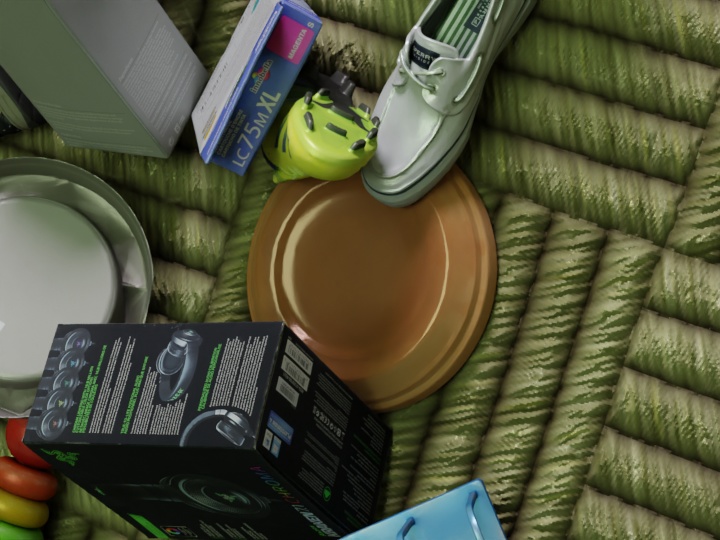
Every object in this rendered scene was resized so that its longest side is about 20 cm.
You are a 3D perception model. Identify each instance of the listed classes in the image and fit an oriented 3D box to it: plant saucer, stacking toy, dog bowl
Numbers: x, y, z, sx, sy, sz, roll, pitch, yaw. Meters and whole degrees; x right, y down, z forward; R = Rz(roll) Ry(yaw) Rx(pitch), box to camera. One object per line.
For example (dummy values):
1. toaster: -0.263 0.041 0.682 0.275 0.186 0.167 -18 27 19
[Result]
1. plant saucer: 0.000 0.000 1.341 0.199 0.037 0.202 -4 81 29
2. stacking toy: -0.271 0.195 1.445 0.085 0.085 0.202 22 90 29
3. dog bowl: -0.251 0.019 1.419 0.198 0.059 0.202 0 72 -1

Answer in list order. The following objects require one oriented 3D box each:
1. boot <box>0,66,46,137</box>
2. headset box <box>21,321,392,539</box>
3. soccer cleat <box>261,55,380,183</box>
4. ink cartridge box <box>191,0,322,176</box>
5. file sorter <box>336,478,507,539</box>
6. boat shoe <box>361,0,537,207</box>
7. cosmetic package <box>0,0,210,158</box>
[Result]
1. boot: -0.355 -0.175 1.495 0.153 0.074 0.204 -22 113 28
2. headset box: -0.108 0.113 1.298 0.198 0.174 0.093 -1 61 28
3. soccer cleat: -0.033 -0.087 1.301 0.064 0.200 0.084 25 105 -14
4. ink cartridge box: -0.074 -0.136 1.321 0.042 0.200 0.120 27 99 -10
5. file sorter: 0.011 0.240 1.211 0.199 0.123 0.140 -24 86 5
6. boat shoe: 0.051 -0.143 1.292 0.073 0.067 0.201 24 84 28
7. cosmetic package: -0.206 -0.173 1.373 0.106 0.200 0.091 10 60 29
